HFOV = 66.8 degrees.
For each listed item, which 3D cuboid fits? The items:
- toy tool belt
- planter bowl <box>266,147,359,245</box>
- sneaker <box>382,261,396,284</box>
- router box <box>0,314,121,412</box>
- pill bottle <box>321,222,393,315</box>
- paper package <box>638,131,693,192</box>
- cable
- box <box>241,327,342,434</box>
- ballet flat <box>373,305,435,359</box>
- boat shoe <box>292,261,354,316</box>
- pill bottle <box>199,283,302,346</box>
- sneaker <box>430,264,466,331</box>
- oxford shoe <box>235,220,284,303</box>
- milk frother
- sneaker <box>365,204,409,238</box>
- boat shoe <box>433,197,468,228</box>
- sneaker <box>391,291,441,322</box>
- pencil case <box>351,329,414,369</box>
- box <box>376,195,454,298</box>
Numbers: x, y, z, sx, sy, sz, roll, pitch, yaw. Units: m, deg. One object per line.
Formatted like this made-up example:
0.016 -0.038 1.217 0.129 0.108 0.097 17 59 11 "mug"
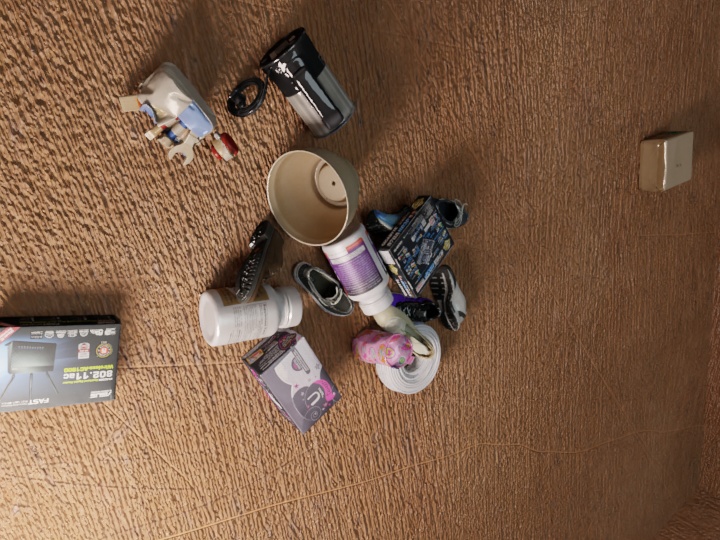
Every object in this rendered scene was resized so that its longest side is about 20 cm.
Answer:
-0.333 -0.266 1.007 0.122 0.125 0.201 -32 120 11 "toy tool belt"
-0.081 -0.171 1.167 0.135 0.198 0.203 -41 126 -52 "planter bowl"
0.103 0.002 1.398 0.198 0.080 0.088 7 102 -34 "sneaker"
-0.541 0.162 0.978 0.198 0.062 0.152 1 102 -36 "router box"
0.000 0.000 1.284 0.111 0.111 0.202 -37 111 -23 "pill bottle"
1.134 -0.409 2.027 0.198 0.103 0.194 -19 112 -30 "paper package"
0.130 0.233 1.478 0.198 0.069 0.203 15 93 -37 "cable"
-0.153 0.246 1.248 0.132 0.114 0.202 -40 122 -21 "box"
0.113 0.158 1.371 0.199 0.069 0.070 39 78 -15 "ballet flat"
-0.077 0.054 1.282 0.199 0.071 0.073 38 79 -37 "boat shoe"
-0.229 0.087 1.154 0.198 0.114 0.116 -7 105 -35 "pill bottle"
0.252 0.067 1.536 0.080 0.073 0.202 -39 127 -38 "sneaker"
-0.197 -0.008 1.129 0.084 0.072 0.202 43 45 -31 "oxford shoe"
-0.141 -0.344 1.117 0.198 0.182 0.188 -27 126 22 "milk frother"
0.090 -0.124 1.371 0.198 0.078 0.091 15 79 -44 "sneaker"
0.239 -0.155 1.456 0.199 0.061 0.076 16 83 -47 "boat shoe"
0.129 0.100 1.423 0.198 0.099 0.071 0 102 -33 "sneaker"
0.052 0.191 1.330 0.086 0.199 0.089 1 87 -26 "pencil case"
0.140 -0.060 1.336 0.201 0.046 0.160 -52 127 -27 "box"
